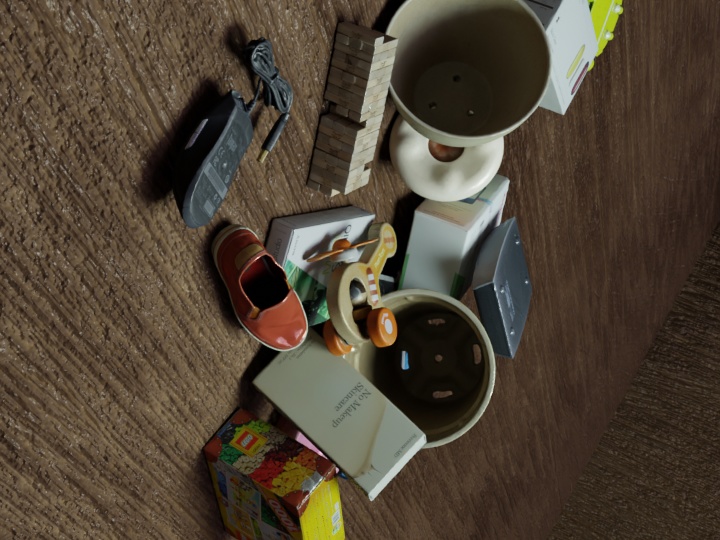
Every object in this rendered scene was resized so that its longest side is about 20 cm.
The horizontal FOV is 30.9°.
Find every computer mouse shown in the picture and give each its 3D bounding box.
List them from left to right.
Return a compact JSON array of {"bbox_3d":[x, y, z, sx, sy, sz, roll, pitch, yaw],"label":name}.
[{"bbox_3d":[-0.134,-0.128,1.311,0.200,0.046,0.140,-66,162,-11],"label":"computer mouse"}]

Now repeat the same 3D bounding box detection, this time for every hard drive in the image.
[{"bbox_3d":[0.198,0.022,1.811,0.200,0.042,0.135,-62,140,-59],"label":"hard drive"}]

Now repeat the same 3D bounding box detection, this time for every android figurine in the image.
[{"bbox_3d":[0.382,-0.414,2.120,0.200,0.041,0.182,-3,115,-62],"label":"android figurine"}]

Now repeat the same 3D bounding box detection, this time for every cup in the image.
[{"bbox_3d":[0.119,-0.231,1.578,0.201,0.200,0.143,-59,176,-13],"label":"cup"}]

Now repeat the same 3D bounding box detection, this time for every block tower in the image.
[{"bbox_3d":[-0.009,-0.185,1.498,0.058,0.054,0.200,-32,140,-53],"label":"block tower"}]

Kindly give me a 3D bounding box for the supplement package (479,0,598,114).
[{"bbox_3d":[0.209,-0.317,1.702,0.111,0.155,0.200,-61,156,-10],"label":"supplement package"}]

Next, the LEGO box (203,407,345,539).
[{"bbox_3d":[-0.104,0.286,1.627,0.077,0.149,0.200,-47,150,-30],"label":"LEGO box"}]

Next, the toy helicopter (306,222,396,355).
[{"bbox_3d":[0.000,0.000,1.584,0.132,0.079,0.200,61,32,-27],"label":"toy helicopter"}]

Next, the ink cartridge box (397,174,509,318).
[{"bbox_3d":[0.134,-0.046,1.858,0.200,0.087,0.146,-45,151,-55],"label":"ink cartridge box"}]

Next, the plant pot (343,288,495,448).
[{"bbox_3d":[0.089,0.120,1.711,0.183,0.200,0.201,-6,118,-77],"label":"plant pot"}]

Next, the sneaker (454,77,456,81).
[{"bbox_3d":[0.158,-0.234,1.759,0.083,0.074,0.200,-28,153,-14],"label":"sneaker"}]

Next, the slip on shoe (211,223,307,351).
[{"bbox_3d":[-0.104,0.030,1.449,0.074,0.061,0.200,-40,140,-13],"label":"slip on shoe"}]

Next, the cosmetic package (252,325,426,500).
[{"bbox_3d":[-0.026,0.174,1.592,0.104,0.200,0.073,-47,166,-9],"label":"cosmetic package"}]

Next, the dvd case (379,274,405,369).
[{"bbox_3d":[0.018,0.079,1.781,0.200,0.025,0.151,14,78,-66],"label":"dvd case"}]

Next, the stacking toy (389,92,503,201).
[{"bbox_3d":[0.116,-0.150,1.740,0.146,0.146,0.200,-63,173,-4],"label":"stacking toy"}]

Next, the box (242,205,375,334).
[{"bbox_3d":[-0.060,0.000,1.588,0.200,0.036,0.145,-14,125,-59],"label":"box"}]

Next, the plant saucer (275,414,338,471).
[{"bbox_3d":[-0.061,0.217,1.776,0.201,0.051,0.201,-46,149,-38],"label":"plant saucer"}]

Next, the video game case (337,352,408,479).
[{"bbox_3d":[0.022,0.218,1.932,0.200,0.018,0.143,-61,178,-10],"label":"video game case"}]
